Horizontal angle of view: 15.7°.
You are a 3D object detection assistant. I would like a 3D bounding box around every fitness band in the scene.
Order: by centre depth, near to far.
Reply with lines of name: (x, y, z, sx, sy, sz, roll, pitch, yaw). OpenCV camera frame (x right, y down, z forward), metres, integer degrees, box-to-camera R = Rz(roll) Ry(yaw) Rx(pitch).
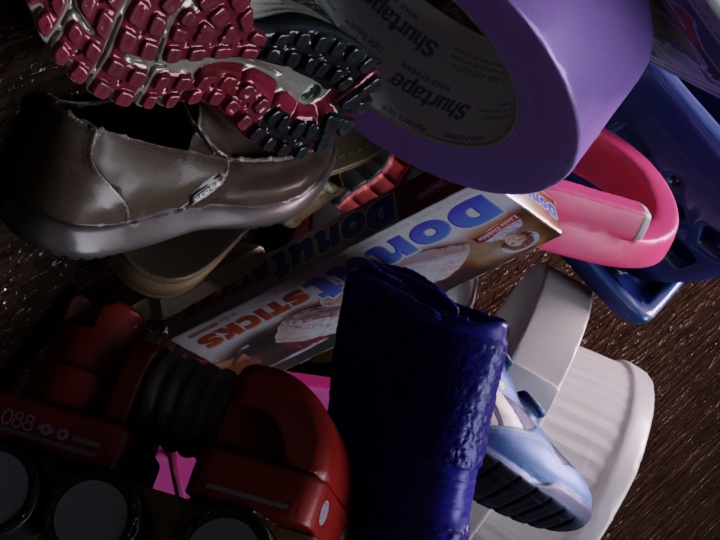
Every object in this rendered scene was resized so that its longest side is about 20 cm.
fitness band: (0.082, -0.060, 1.390, 0.199, 0.144, 0.038, 16, 114, -24)

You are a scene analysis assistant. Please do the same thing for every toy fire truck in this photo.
toy fire truck: (-0.077, 0.064, 1.230, 0.129, 0.175, 0.201, 62, 44, -66)

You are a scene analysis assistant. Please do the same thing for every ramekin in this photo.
ramekin: (0.106, 0.134, 1.784, 0.203, 0.094, 0.203, -56, -168, 18)

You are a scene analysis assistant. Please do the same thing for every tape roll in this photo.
tape roll: (0.031, -0.126, 1.170, 0.066, 0.199, 0.200, -53, 159, -23)
tape roll: (0.080, 0.089, 1.618, 0.203, 0.037, 0.203, -60, -176, 7)

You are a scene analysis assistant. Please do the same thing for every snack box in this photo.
snack box: (0.000, 0.000, 1.320, 0.199, 0.024, 0.072, -27, 143, 27)

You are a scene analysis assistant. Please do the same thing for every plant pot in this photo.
plant pot: (0.189, -0.101, 1.585, 0.180, 0.200, 0.200, -41, -177, 47)

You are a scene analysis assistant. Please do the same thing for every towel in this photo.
towel: (0.010, 0.103, 1.236, 0.148, 0.049, 0.201, -152, -110, -69)

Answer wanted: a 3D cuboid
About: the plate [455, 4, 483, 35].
plate: (0.065, -0.141, 1.316, 0.025, 0.201, 0.200, -19, 155, -1)

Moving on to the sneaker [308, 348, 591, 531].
sneaker: (0.063, 0.070, 1.480, 0.082, 0.200, 0.074, -54, -169, -27)

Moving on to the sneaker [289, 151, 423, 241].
sneaker: (0.008, -0.045, 1.458, 0.200, 0.074, 0.087, -48, -178, -42)

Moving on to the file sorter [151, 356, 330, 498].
file sorter: (-0.048, 0.172, 1.407, 0.126, 0.138, 0.201, -108, -149, -56)

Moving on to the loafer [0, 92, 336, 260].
loafer: (-0.075, -0.059, 1.172, 0.200, 0.073, 0.071, -23, 135, -52)

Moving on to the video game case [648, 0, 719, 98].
video game case: (0.114, -0.148, 1.150, 0.023, 0.182, 0.200, -40, -157, -2)

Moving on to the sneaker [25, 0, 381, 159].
sneaker: (-0.078, -0.108, 1.104, 0.081, 0.075, 0.200, -47, 143, 11)

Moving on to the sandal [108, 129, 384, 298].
sandal: (-0.052, -0.050, 1.295, 0.212, 0.078, 0.070, -41, 173, -32)

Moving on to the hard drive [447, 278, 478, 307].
hard drive: (0.023, 0.055, 1.652, 0.140, 0.038, 0.201, -47, 157, -34)
